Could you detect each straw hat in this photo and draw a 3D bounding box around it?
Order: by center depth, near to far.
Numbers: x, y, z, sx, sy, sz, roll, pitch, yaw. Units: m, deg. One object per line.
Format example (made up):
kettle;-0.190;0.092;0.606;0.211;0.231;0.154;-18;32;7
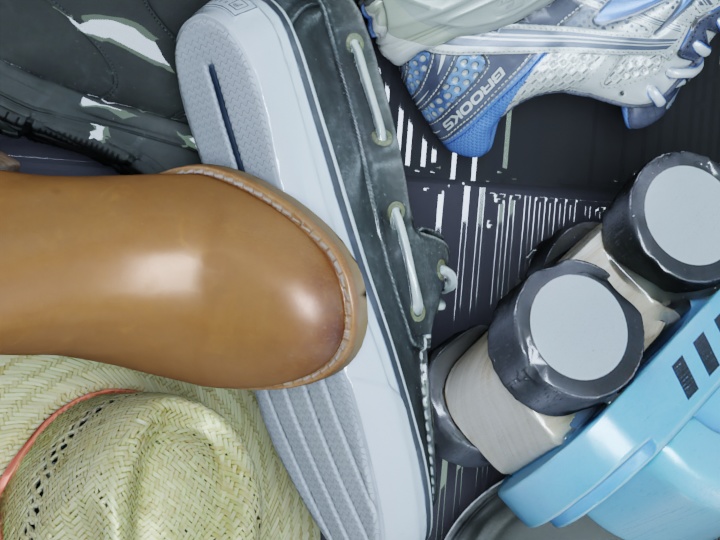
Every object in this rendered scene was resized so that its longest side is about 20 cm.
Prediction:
straw hat;-0.077;0.087;0.763;0.200;0.085;0.203;4;81;-29

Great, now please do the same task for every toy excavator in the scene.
toy excavator;0.146;0.052;0.803;0.200;0.100;0.194;49;62;-1

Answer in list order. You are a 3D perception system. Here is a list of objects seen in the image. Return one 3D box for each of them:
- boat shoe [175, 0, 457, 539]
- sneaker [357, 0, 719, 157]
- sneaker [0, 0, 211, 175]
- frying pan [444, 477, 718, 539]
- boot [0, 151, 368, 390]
boat shoe;0.000;0.000;0.760;0.071;0.072;0.201;-19;101;-31
sneaker;0.104;-0.101;0.821;0.199;0.077;0.086;-21;106;3
sneaker;-0.095;-0.082;0.800;0.199;0.076;0.091;23;85;-16
frying pan;0.062;0.156;0.847;0.115;0.031;0.191;32;101;-2
boot;-0.112;0.004;0.688;0.199;0.155;0.077;22;110;21
